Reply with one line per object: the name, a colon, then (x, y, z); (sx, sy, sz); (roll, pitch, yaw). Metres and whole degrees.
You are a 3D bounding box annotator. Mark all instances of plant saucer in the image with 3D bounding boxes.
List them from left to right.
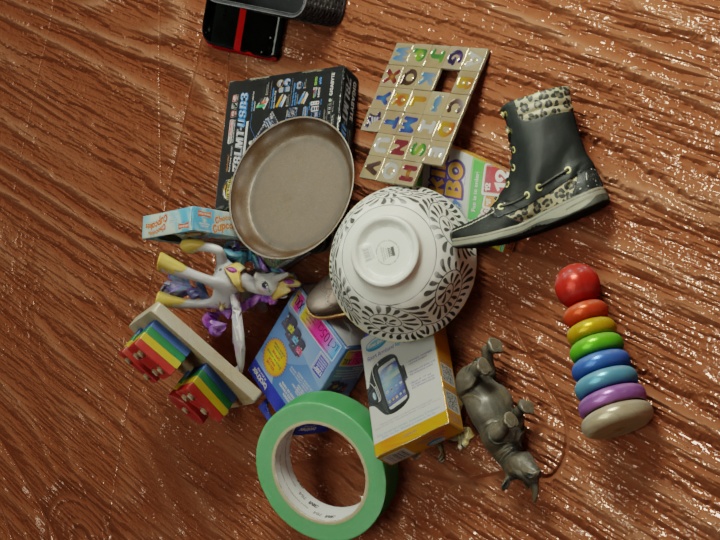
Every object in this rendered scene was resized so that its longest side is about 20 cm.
plant saucer: (-0.089, -0.109, 1.695); (0.197, 0.032, 0.204); (-9, 70, 26)

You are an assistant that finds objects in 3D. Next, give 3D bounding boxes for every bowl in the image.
bowl: (0.042, -0.018, 1.564); (0.197, 0.094, 0.204); (-3, 80, 15)

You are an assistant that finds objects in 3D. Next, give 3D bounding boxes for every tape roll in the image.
tape roll: (-0.047, 0.268, 1.709); (0.197, 0.048, 0.204); (7, 107, 22)

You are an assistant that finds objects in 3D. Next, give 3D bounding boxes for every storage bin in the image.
storage bin: (-0.116, -0.439, 1.809); (0.198, 0.093, 0.138); (18, 101, 34)

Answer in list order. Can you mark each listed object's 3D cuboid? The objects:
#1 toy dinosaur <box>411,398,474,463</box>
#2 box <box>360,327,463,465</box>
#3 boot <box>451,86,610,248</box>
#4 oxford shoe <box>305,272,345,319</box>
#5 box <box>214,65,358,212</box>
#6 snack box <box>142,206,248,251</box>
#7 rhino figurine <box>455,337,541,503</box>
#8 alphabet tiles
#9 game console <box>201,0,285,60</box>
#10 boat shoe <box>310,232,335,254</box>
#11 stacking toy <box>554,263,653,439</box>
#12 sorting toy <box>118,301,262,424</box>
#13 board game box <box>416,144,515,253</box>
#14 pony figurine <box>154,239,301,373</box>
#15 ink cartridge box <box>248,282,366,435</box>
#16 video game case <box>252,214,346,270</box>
toy dinosaur: (0.091, 0.183, 1.639); (0.101, 0.058, 0.201); (-47, 44, 13)
box: (0.063, 0.137, 1.622); (0.118, 0.041, 0.202); (-29, 48, 28)
boot: (0.188, -0.119, 1.505); (0.201, 0.073, 0.156); (-19, 83, 27)
oxford shoe: (0.000, 0.000, 1.668); (0.198, 0.073, 0.072); (-32, 66, 17)
box: (-0.106, -0.180, 1.773); (0.196, 0.050, 0.203); (-5, 71, 29)
snack box: (-0.200, -0.056, 1.795); (0.115, 0.198, 0.038); (-7, 79, 44)
rhino figurine: (0.176, 0.191, 1.536); (0.202, 0.059, 0.088); (67, 148, 22)
alphabet tiles: (0.071, -0.206, 1.643); (0.166, 0.008, 0.203); (13, 76, 44)
game console: (-0.169, -0.435, 1.928); (0.175, 0.031, 0.204); (18, 102, 37)
boat shoe: (-0.100, -0.110, 1.798); (0.067, 0.056, 0.202); (-48, 58, 32)
stacking toy: (0.269, 0.088, 1.443); (0.085, 0.085, 0.203); (-34, 60, 38)
sorting toy: (-0.262, 0.149, 1.838); (0.070, 0.198, 0.200); (-51, 10, -20)
board game box: (0.133, -0.104, 1.616); (0.199, 0.030, 0.097); (31, 109, 43)
pony figurine: (-0.189, 0.036, 1.778); (0.194, 0.197, 0.169); (108, 175, -56)
ink cartridge box: (-0.076, 0.138, 1.779); (0.137, 0.076, 0.201); (50, 123, 33)
video game case: (-0.104, -0.087, 1.853); (0.199, 0.018, 0.145); (-31, 67, 39)
